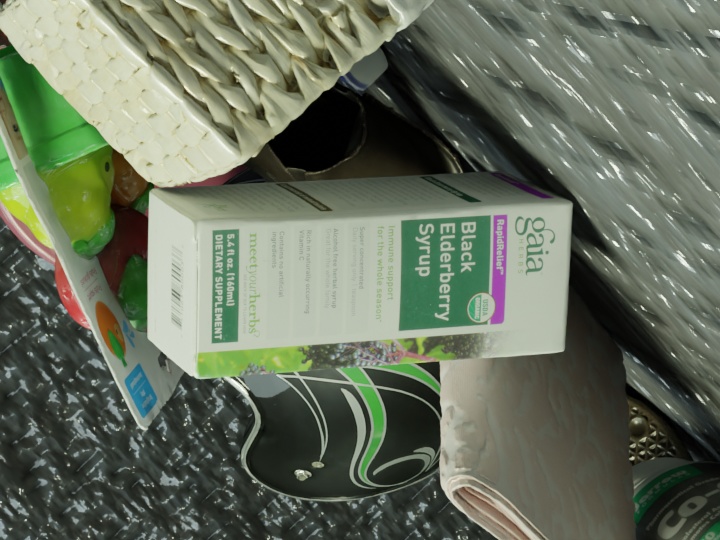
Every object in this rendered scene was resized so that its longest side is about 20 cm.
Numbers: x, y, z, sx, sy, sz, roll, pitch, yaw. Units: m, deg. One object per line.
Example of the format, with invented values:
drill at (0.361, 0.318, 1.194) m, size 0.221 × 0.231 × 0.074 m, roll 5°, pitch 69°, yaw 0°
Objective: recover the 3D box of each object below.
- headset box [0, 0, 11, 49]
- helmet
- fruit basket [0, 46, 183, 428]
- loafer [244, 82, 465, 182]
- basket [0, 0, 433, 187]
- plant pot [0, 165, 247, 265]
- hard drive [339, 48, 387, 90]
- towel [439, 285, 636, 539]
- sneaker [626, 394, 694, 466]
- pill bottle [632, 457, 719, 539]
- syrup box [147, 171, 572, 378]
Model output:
headset box at (-0.234, -0.237, 1.579) m, size 0.075 × 0.149 × 0.200 m, roll 38°, pitch 171°, yaw 48°
helmet at (-0.012, 0.021, 1.607) m, size 0.200 × 0.200 × 0.191 m, roll 41°, pitch 152°, yaw 39°
fruit basket at (-0.133, -0.032, 1.425) m, size 0.200 × 0.094 × 0.185 m, roll 60°, pitch -168°, yaw -7°
loafer at (-0.016, -0.064, 1.463) m, size 0.200 × 0.073 × 0.071 m, roll 23°, pitch 180°, yaw -34°
basket at (-0.074, -0.122, 1.254) m, size 0.136 × 0.123 × 0.200 m, roll 46°, pitch 168°, yaw -10°
plant pot at (-0.138, -0.084, 1.729) m, size 0.200 × 0.200 × 0.179 m, roll 46°, pitch 175°, yaw -14°
hard drive at (-0.074, -0.177, 1.474) m, size 0.132 × 0.025 × 0.200 m, roll 49°, pitch 173°, yaw -37°
towel at (0.095, 0.077, 1.483) m, size 0.191 × 0.032 × 0.200 m, roll 46°, pitch -147°, yaw -42°
sneaker at (0.164, 0.107, 1.719) m, size 0.076 × 0.070 × 0.200 m, roll 23°, pitch -160°, yaw -52°
pill bottle at (0.205, 0.170, 1.537) m, size 0.113 × 0.113 × 0.200 m, roll 46°, pitch 174°, yaw -16°
syrup box at (0.000, 0.000, 1.346) m, size 0.081 × 0.200 × 0.079 m, roll -148°, pitch 58°, yaw -65°
